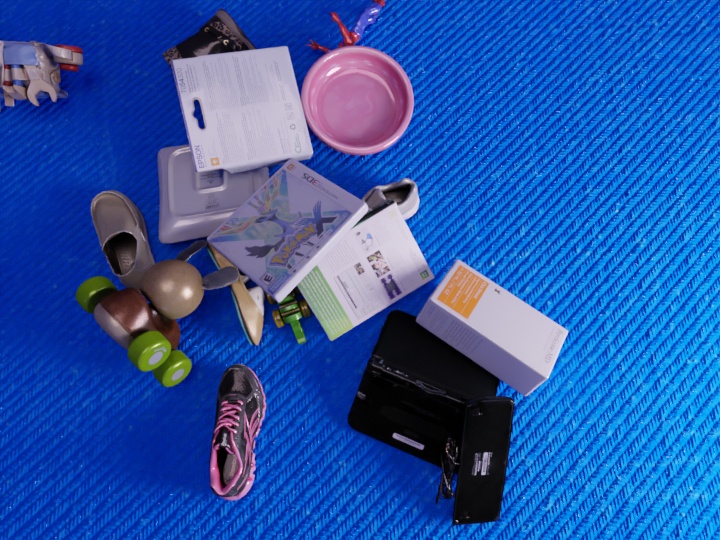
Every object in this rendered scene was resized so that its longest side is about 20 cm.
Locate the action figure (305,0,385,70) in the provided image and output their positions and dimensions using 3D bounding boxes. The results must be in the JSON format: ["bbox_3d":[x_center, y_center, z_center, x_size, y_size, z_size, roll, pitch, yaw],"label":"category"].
[{"bbox_3d":[-0.029,-0.468,0.971,0.099,0.065,0.201,27,76,-9],"label":"action figure"}]

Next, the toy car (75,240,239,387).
[{"bbox_3d":[-0.292,0.043,0.797,0.164,0.158,0.200,38,71,21],"label":"toy car"}]

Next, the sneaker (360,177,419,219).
[{"bbox_3d":[0.008,-0.099,0.856,0.199,0.092,0.076,-31,76,-7],"label":"sneaker"}]

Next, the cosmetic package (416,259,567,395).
[{"bbox_3d":[0.199,0.085,0.787,0.200,0.071,0.101,34,54,9],"label":"cosmetic package"}]

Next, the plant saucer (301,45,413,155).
[{"bbox_3d":[-0.006,-0.300,0.923,0.199,0.051,0.202,1,81,-4],"label":"plant saucer"}]

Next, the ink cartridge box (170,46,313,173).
[{"bbox_3d":[-0.199,-0.271,0.874,0.199,0.043,0.197,-13,87,-12],"label":"ink cartridge box"}]

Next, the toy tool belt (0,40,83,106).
[{"bbox_3d":[-0.600,-0.349,0.941,0.199,0.125,0.124,5,106,6],"label":"toy tool belt"}]

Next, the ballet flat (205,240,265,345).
[{"bbox_3d":[-0.191,0.023,0.840,0.063,0.069,0.201,-25,76,-12],"label":"ballet flat"}]

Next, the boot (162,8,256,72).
[{"bbox_3d":[-0.262,-0.373,0.949,0.150,0.073,0.200,-34,80,-6],"label":"boot"}]

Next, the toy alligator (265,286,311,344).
[{"bbox_3d":[-0.129,0.023,0.844,0.059,0.054,0.201,-19,75,-4],"label":"toy alligator"}]

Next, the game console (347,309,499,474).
[{"bbox_3d":[0.104,0.188,0.812,0.199,0.116,0.177,21,106,7],"label":"game console"}]

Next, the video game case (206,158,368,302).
[{"bbox_3d":[-0.117,-0.072,0.804,0.182,0.022,0.200,35,75,31],"label":"video game case"}]

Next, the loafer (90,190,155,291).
[{"bbox_3d":[-0.401,-0.058,0.865,0.075,0.068,0.200,-29,76,-7],"label":"loafer"}]

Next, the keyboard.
[{"bbox_3d":[0.161,0.272,0.747,0.104,0.040,0.201,2,101,-12],"label":"keyboard"}]

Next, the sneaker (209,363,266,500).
[{"bbox_3d":[-0.190,0.238,0.765,0.079,0.095,0.201,-2,73,2],"label":"sneaker"}]

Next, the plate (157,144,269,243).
[{"bbox_3d":[-0.258,-0.154,0.894,0.199,0.032,0.201,-10,66,-3],"label":"plate"}]

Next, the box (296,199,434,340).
[{"bbox_3d":[0.000,0.000,0.817,0.199,0.036,0.145,-31,108,-4],"label":"box"}]
